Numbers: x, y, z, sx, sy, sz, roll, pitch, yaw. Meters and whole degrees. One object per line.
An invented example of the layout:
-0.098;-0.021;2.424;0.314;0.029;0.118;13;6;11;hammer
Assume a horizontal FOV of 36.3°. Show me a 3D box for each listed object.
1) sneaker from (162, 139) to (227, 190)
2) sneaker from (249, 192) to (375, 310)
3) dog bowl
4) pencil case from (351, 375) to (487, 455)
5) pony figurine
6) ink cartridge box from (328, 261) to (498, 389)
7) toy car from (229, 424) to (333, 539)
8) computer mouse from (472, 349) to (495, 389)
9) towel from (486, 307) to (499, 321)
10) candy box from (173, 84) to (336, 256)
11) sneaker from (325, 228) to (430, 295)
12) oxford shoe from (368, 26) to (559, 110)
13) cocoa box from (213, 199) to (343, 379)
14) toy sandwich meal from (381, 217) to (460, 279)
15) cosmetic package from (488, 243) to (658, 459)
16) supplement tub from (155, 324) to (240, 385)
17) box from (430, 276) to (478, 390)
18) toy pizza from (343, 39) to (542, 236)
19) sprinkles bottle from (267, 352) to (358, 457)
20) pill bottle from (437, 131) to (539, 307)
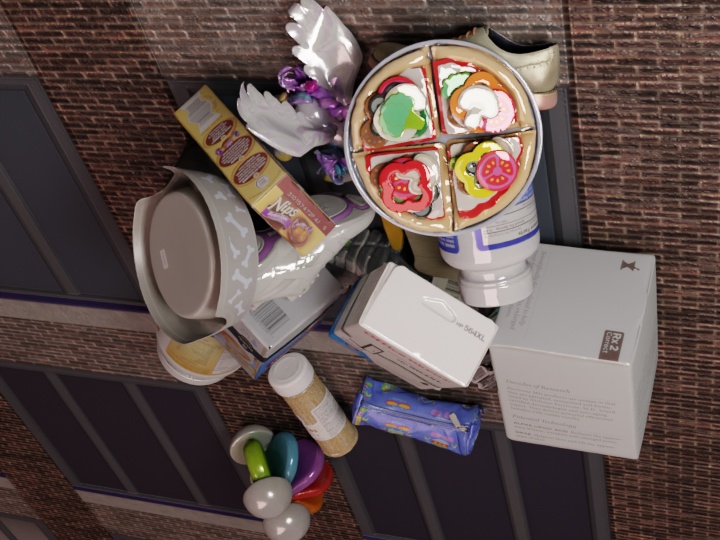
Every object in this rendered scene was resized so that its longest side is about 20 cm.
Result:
-0.226;-0.087;1.411;0.076;0.091;0.200;33;141;-3;sneaker
-0.070;-0.025;1.304;0.075;0.200;0.100;50;164;45;sneaker
-0.185;-0.020;1.233;0.059;0.200;0.200;-8;161;-37;dog bowl
0.085;0.218;1.655;0.200;0.078;0.087;14;172;8;pencil case
-0.044;-0.171;1.194;0.193;0.167;0.200;35;162;-18;pony figurine
0.056;0.070;1.293;0.146;0.084;0.200;30;169;-6;ink cartridge box
-0.125;0.351;1.880;0.150;0.175;0.200;-25;132;1;toy car
0.168;0.121;1.472;0.110;0.044;0.200;-32;162;6;computer mouse
0.258;0.058;1.424;0.146;0.022;0.200;27;143;-7;towel
-0.121;-0.114;1.241;0.200;0.056;0.117;46;180;39;candy box
0.000;0.000;1.441;0.200;0.075;0.116;21;149;16;sneaker
0.107;-0.219;1.127;0.200;0.071;0.074;11;120;10;oxford shoe
-0.145;0.011;1.395;0.200;0.133;0.131;46;154;7;cocoa box
0.093;-0.074;1.295;0.205;0.070;0.205;13;142;10;toy sandwich meal
0.261;0.096;1.314;0.165;0.165;0.200;6;140;21;cosmetic package
-0.208;0.066;1.550;0.144;0.145;0.200;26;143;-7;supplement tub
0.107;0.071;1.462;0.068;0.082;0.200;19;142;1;box
0.082;-0.128;1.096;0.200;0.032;0.201;1;108;3;toy pizza
-0.072;0.214;1.735;0.068;0.068;0.200;-4;137;29;sprinkles bottle
0.134;-0.067;1.191;0.112;0.112;0.200;-1;112;26;pill bottle
